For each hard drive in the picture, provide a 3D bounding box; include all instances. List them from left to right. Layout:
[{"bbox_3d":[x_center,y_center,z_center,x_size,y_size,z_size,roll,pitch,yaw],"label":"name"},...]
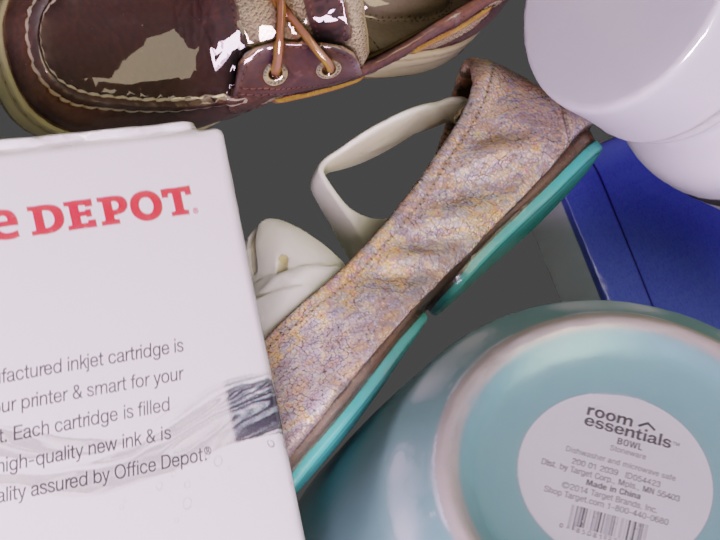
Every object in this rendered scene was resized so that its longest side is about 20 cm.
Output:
[{"bbox_3d":[0.158,-0.006,0.973,0.200,0.025,0.132,-24,93,-36],"label":"hard drive"}]

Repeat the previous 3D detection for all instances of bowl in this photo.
[{"bbox_3d":[0.073,0.089,0.784,0.200,0.105,0.202,4,55,-5],"label":"bowl"}]

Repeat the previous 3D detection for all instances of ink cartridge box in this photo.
[{"bbox_3d":[-0.099,0.069,0.739,0.144,0.084,0.201,-9,85,-36],"label":"ink cartridge box"}]

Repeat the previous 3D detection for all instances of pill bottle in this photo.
[{"bbox_3d":[0.159,-0.066,0.888,0.200,0.114,0.114,23,67,-37],"label":"pill bottle"}]

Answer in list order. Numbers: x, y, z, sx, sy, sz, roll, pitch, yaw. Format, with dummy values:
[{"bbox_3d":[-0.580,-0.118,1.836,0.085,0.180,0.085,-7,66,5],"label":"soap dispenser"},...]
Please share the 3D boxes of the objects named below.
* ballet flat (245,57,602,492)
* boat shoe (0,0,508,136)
[{"bbox_3d":[0.000,0.000,0.845,0.067,0.068,0.200,41,55,3],"label":"ballet flat"},{"bbox_3d":[-0.024,-0.087,0.836,0.199,0.072,0.072,-11,85,-36],"label":"boat shoe"}]
